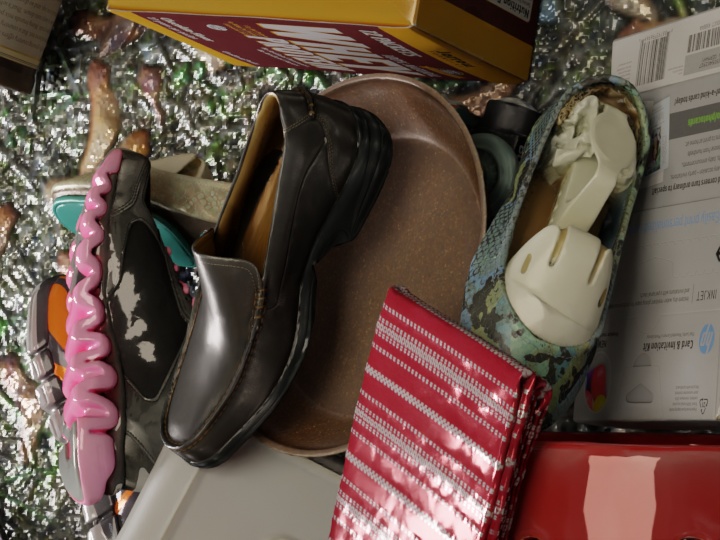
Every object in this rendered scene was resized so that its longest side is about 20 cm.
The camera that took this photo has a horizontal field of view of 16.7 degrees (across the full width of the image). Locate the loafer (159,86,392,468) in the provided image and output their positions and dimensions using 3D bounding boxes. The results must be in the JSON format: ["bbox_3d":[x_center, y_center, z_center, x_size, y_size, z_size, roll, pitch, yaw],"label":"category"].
[{"bbox_3d":[-0.059,0.001,1.235,0.073,0.072,0.201,23,90,49],"label":"loafer"}]

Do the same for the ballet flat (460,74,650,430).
[{"bbox_3d":[0.096,-0.017,1.165,0.074,0.074,0.201,-9,47,28],"label":"ballet flat"}]

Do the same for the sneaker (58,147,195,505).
[{"bbox_3d":[-0.113,0.031,1.335,0.095,0.079,0.201,3,71,-10],"label":"sneaker"}]

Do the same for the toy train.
[{"bbox_3d":[0.035,0.002,1.301,0.113,0.085,0.201,14,88,34],"label":"toy train"}]

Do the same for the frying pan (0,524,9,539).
[{"bbox_3d":[-0.215,0.166,1.428,0.190,0.031,0.115,-41,59,32],"label":"frying pan"}]

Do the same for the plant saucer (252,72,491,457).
[{"bbox_3d":[0.000,0.000,1.258,0.200,0.037,0.202,-18,63,40],"label":"plant saucer"}]

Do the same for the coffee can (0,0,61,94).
[{"bbox_3d":[-0.229,-0.223,1.455,0.146,0.146,0.201,22,93,31],"label":"coffee can"}]

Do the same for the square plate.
[{"bbox_3d":[-0.034,0.170,1.235,0.197,0.028,0.201,26,55,3],"label":"square plate"}]

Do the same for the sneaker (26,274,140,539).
[{"bbox_3d":[-0.111,0.083,1.385,0.112,0.078,0.201,-24,81,20],"label":"sneaker"}]

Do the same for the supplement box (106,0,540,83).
[{"bbox_3d":[-0.008,-0.217,1.333,0.196,0.133,0.201,7,85,31],"label":"supplement box"}]

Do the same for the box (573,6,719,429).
[{"bbox_3d":[0.163,-0.023,1.205,0.156,0.041,0.201,169,109,-69],"label":"box"}]

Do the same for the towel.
[{"bbox_3d":[0.027,0.121,1.127,0.145,0.022,0.201,31,111,59],"label":"towel"}]

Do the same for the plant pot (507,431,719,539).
[{"bbox_3d":[0.143,0.166,1.147,0.199,0.200,0.184,-3,86,29],"label":"plant pot"}]

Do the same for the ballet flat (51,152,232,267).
[{"bbox_3d":[-0.084,-0.034,1.399,0.199,0.068,0.063,14,61,28],"label":"ballet flat"}]
